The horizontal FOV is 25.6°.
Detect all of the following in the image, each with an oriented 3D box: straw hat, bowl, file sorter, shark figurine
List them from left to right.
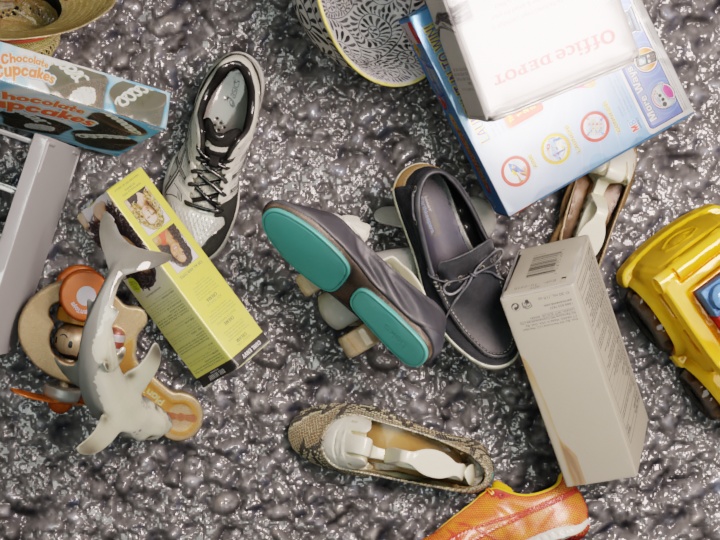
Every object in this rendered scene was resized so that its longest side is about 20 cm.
[{"bbox_3d":[-0.353,-0.038,1.428,0.123,0.139,0.202,19,90,1],"label":"file sorter"},{"bbox_3d":[-0.312,-0.222,1.437,0.199,0.202,0.086,4,127,-2],"label":"straw hat"},{"bbox_3d":[-0.234,0.070,1.394,0.089,0.128,0.216,18,123,34],"label":"shark figurine"},{"bbox_3d":[-0.003,-0.267,1.440,0.200,0.094,0.203,-3,94,-46],"label":"bowl"}]

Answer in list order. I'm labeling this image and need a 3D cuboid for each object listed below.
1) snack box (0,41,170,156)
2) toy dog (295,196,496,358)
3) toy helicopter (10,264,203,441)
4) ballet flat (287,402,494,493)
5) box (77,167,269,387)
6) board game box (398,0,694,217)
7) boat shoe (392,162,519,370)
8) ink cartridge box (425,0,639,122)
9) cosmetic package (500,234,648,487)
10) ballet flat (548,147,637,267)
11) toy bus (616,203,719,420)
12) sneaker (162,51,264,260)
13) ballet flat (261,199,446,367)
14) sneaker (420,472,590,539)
[{"bbox_3d":[-0.282,-0.154,1.398,0.198,0.116,0.037,15,73,-29],"label":"snack box"},{"bbox_3d":[0.031,0.005,1.479,0.198,0.096,0.133,-11,89,-17],"label":"toy dog"},{"bbox_3d":[-0.233,0.096,1.468,0.200,0.079,0.133,40,83,-15],"label":"toy helicopter"},{"bbox_3d":[0.030,0.167,1.475,0.198,0.075,0.069,13,92,-2],"label":"ballet flat"},{"bbox_3d":[-0.173,0.008,1.457,0.050,0.075,0.201,-41,96,-37],"label":"box"},{"bbox_3d":[0.165,-0.182,1.410,0.195,0.056,0.201,-28,99,-5],"label":"board game box"},{"bbox_3d":[0.089,-0.003,1.414,0.074,0.062,0.202,-25,94,-18],"label":"boat shoe"},{"bbox_3d":[0.129,-0.242,1.327,0.145,0.085,0.202,-22,97,-6],"label":"ink cartridge box"},{"bbox_3d":[0.196,0.082,1.430,0.070,0.105,0.201,-12,111,22],"label":"cosmetic package"},{"bbox_3d":[0.219,-0.066,1.478,0.067,0.072,0.202,20,90,-8],"label":"ballet flat"},{"bbox_3d":[0.346,0.047,1.428,0.135,0.192,0.201,-35,94,-2],"label":"toy bus"},{"bbox_3d":[-0.140,-0.106,1.459,0.075,0.088,0.202,12,92,-4],"label":"sneaker"},{"bbox_3d":[0.000,0.000,1.391,0.200,0.073,0.073,43,89,-2],"label":"ballet flat"},{"bbox_3d":[0.115,0.245,1.493,0.198,0.073,0.078,-17,70,-5],"label":"sneaker"}]
